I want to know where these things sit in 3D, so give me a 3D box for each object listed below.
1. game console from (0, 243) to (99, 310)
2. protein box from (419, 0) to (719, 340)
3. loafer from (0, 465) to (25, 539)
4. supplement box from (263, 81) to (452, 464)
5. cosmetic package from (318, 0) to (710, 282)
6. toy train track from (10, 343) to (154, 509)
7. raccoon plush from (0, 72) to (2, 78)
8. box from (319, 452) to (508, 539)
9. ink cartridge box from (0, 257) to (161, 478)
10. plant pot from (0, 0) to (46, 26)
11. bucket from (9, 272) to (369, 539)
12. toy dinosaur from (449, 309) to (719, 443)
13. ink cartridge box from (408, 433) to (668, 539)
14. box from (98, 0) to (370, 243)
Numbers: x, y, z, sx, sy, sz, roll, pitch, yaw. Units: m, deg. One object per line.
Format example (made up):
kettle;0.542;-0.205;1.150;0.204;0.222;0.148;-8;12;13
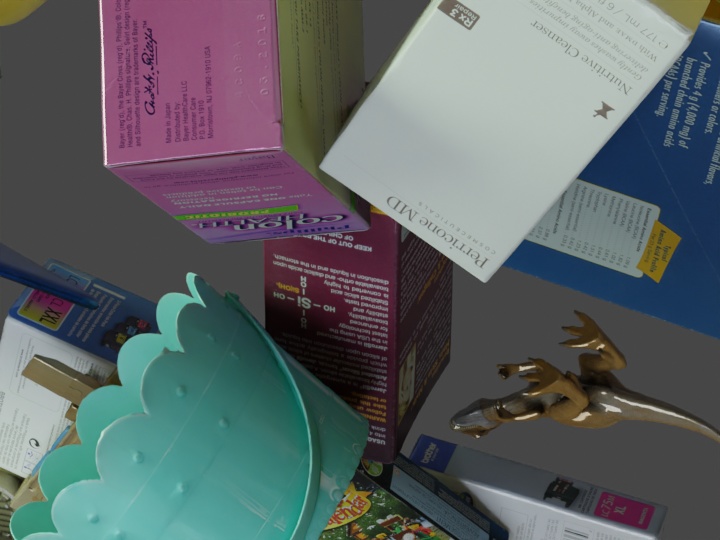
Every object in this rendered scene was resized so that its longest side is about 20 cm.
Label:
game console;-0.284;0.014;1.710;0.118;0.171;0.200;56;165;-24
protein box;0.158;-0.097;1.511;0.200;0.135;0.199;19;130;10
loafer;-0.231;0.182;1.942;0.076;0.067;0.200;24;147;10
supplement box;0.000;0.000;1.670;0.086;0.110;0.200;13;129;16
cosmetic package;0.078;-0.101;1.400;0.113;0.081;0.200;33;131;-3
toy train track;-0.171;0.098;1.775;0.115;0.033;0.200;30;137;-10
raccoon plush;-0.290;-0.073;1.698;0.097;0.200;0.134;24;125;-19
box;-0.025;0.183;1.790;0.137;0.038;0.200;37;130;-28
ink cartridge box;-0.138;0.096;1.826;0.200;0.076;0.136;25;132;6
plant pot;-0.182;-0.265;1.508;0.189;0.201;0.201;-37;106;22
bucket;-0.099;0.120;1.609;0.135;0.207;0.207;34;131;-9
toy dinosaur;0.149;0.078;1.713;0.200;0.060;0.106;6;151;26
ink cartridge box;0.090;0.176;1.812;0.200;0.042;0.119;14;128;9
box;-0.065;-0.122;1.490;0.097;0.200;0.176;-5;78;13
